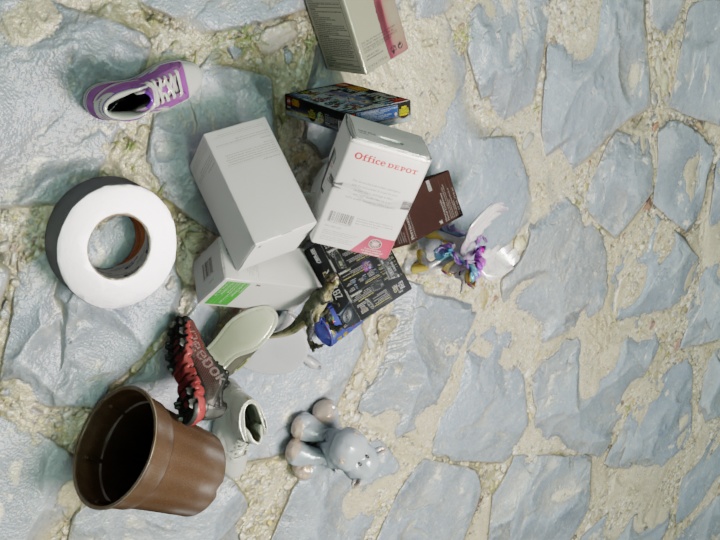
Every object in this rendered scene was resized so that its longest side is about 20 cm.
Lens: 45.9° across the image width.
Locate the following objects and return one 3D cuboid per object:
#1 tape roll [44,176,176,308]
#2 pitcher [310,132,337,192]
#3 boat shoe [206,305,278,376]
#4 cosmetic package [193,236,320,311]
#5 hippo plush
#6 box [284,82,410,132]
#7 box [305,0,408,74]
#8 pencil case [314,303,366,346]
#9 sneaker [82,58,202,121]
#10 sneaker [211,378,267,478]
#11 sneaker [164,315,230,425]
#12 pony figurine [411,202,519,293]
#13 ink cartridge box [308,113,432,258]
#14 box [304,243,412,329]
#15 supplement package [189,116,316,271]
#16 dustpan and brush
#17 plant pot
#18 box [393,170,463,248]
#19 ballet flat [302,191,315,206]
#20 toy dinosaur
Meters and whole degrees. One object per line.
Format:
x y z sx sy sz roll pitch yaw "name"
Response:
-0.395 -0.045 1.359 0.198 0.066 0.204 -13 113 -33 "tape roll"
-0.015 -0.196 1.573 0.200 0.172 0.121 -46 161 4 "pitcher"
-0.228 0.139 1.528 0.201 0.072 0.060 -41 170 -3 "boat shoe"
-0.182 0.009 1.499 0.197 0.107 0.086 7 59 -36 "cosmetic package"
-0.047 0.377 1.700 0.159 0.160 0.201 -45 126 -17 "hippo plush"
-0.024 -0.284 1.477 0.135 0.199 0.041 -18 118 -32 "box"
-0.016 -0.458 1.474 0.108 0.127 0.203 -34 123 -24 "box"
-0.010 0.062 1.679 0.199 0.078 0.088 -38 131 -22 "pencil case"
-0.316 -0.271 1.315 0.199 0.114 0.074 -29 119 -28 "sneaker"
-0.224 0.315 1.576 0.073 0.115 0.204 -15 115 -34 "sneaker"
-0.276 0.171 1.459 0.097 0.203 0.071 10 140 -39 "sneaker"
0.216 -0.039 1.741 0.193 0.199 0.168 -41 125 -19 "pony figurine"
0.010 -0.135 1.391 0.143 0.085 0.202 12 124 -20 "ink cartridge box"
0.000 0.000 1.579 0.199 0.043 0.162 -29 90 -55 "box"
-0.180 -0.125 1.402 0.120 0.120 0.203 -21 79 -30 "supplement package"
-0.132 0.158 1.635 0.140 0.057 0.199 -45 127 8 "dustpan and brush"
-0.347 0.324 1.446 0.198 0.199 0.202 36 82 -47 "plant pot"
0.112 -0.121 1.667 0.199 0.074 0.102 -29 102 -46 "box"
-0.032 -0.083 1.499 0.197 0.072 0.073 16 95 -16 "ballet flat"
-0.079 0.087 1.504 0.200 0.089 0.047 -45 166 27 "toy dinosaur"
